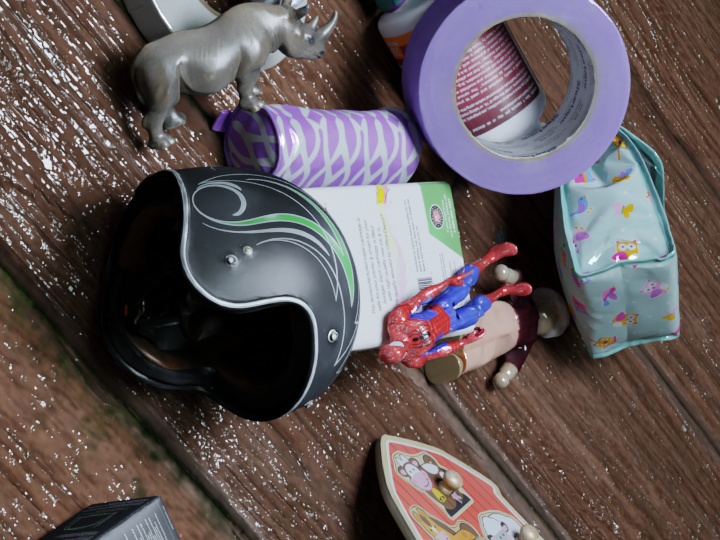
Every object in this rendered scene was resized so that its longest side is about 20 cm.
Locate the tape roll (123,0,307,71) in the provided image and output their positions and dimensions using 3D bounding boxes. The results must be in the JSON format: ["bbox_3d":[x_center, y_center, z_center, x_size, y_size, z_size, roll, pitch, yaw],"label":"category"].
[{"bbox_3d":[-0.131,-0.268,1.637,0.203,0.037,0.203,15,69,-43],"label":"tape roll"}]

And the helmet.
[{"bbox_3d":[-0.095,0.017,1.487,0.191,0.200,0.200,18,66,-29],"label":"helmet"}]

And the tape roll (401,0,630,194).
[{"bbox_3d":[0.143,-0.176,1.711,0.200,0.085,0.200,-3,104,-10],"label":"tape roll"}]

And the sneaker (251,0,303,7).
[{"bbox_3d":[-0.067,-0.315,1.640,0.115,0.075,0.200,41,62,-15],"label":"sneaker"}]

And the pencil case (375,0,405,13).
[{"bbox_3d":[0.003,-0.351,1.755,0.085,0.092,0.200,-41,108,-21],"label":"pencil case"}]

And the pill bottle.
[{"bbox_3d":[0.111,-0.186,1.805,0.113,0.113,0.200,-47,112,-42],"label":"pill bottle"}]

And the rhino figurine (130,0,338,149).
[{"bbox_3d":[-0.105,-0.181,1.564,0.200,0.060,0.087,-25,120,-16],"label":"rhino figurine"}]

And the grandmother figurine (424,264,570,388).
[{"bbox_3d":[0.141,0.053,1.816,0.200,0.061,0.121,-12,115,-49],"label":"grandmother figurine"}]

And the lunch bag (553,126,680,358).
[{"bbox_3d":[0.251,-0.041,1.851,0.170,0.122,0.200,73,5,-54],"label":"lunch bag"}]

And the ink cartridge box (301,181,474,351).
[{"bbox_3d":[0.000,0.000,1.662,0.200,0.084,0.145,-6,84,-46],"label":"ink cartridge box"}]

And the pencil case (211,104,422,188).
[{"bbox_3d":[-0.032,-0.115,1.666,0.200,0.084,0.086,-2,46,-48],"label":"pencil case"}]

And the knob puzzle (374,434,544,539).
[{"bbox_3d":[0.093,0.218,1.670,0.220,0.030,0.220,33,24,-17],"label":"knob puzzle"}]

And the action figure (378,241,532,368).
[{"bbox_3d":[0.081,0.036,1.644,0.200,0.052,0.065,-32,111,-41],"label":"action figure"}]

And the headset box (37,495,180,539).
[{"bbox_3d":[-0.208,0.291,1.365,0.200,0.093,0.174,-34,104,-45],"label":"headset box"}]
